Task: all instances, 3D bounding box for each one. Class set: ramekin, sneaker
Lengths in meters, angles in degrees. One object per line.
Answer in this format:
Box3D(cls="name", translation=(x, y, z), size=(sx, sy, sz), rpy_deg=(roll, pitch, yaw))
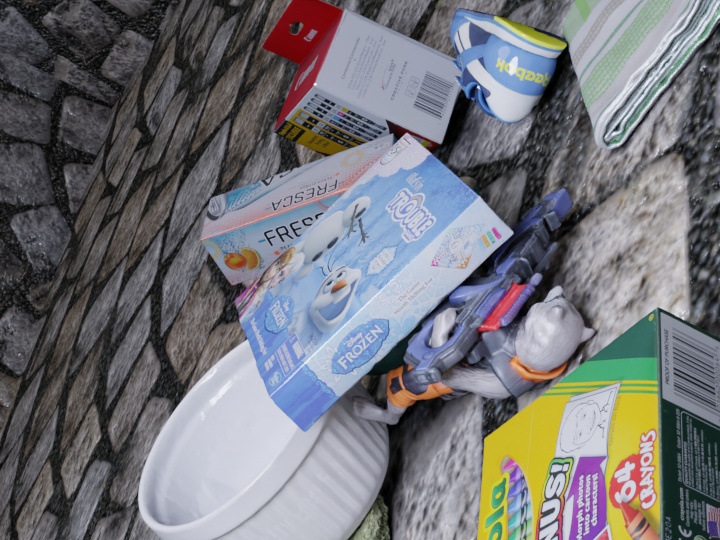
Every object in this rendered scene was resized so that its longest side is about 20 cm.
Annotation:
Box3D(cls="ramekin", translation=(-0.069, 0.150, 1.083), size=(0.200, 0.105, 0.201), rpy_deg=(-36, 26, 20))
Box3D(cls="sneaker", translation=(0.114, -0.178, 1.190), size=(0.200, 0.073, 0.083), rpy_deg=(-116, 40, -74))

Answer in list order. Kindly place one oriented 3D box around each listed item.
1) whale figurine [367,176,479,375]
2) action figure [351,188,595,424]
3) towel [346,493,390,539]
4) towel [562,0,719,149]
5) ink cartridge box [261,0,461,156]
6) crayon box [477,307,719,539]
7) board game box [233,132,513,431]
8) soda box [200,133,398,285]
Box3D(cls="whale figurine", translation=(0.038, 0.007, 1.162), size=(0.200, 0.104, 0.159), rpy_deg=(-48, 14, -30))
Box3D(cls="action figure", translation=(0.098, 0.039, 0.983), size=(0.200, 0.105, 0.193), rpy_deg=(-46, 17, -27))
Box3D(cls="towel", translation=(-0.031, 0.277, 1.045), size=(0.148, 0.036, 0.201), rpy_deg=(-40, 30, 37))
Box3D(cls="towel", translation=(0.206, -0.195, 1.034), size=(0.149, 0.031, 0.200), rpy_deg=(-53, 22, 28))
Box3D(cls="ink cartridge box", translation=(-0.014, -0.173, 1.328), size=(0.200, 0.175, 0.084), rpy_deg=(153, 140, -74))
Box3D(cls="crayon box", translation=(0.130, 0.149, 0.758), size=(0.173, 0.058, 0.201), rpy_deg=(-45, 27, 45))
Box3D(cls="board game box", translation=(0.000, 0.000, 1.018), size=(0.199, 0.043, 0.200), rpy_deg=(-43, 22, 3))
Box3D(cls="soda box", translation=(-0.046, -0.056, 1.278), size=(0.199, 0.064, 0.069), rpy_deg=(-17, 36, 19))
